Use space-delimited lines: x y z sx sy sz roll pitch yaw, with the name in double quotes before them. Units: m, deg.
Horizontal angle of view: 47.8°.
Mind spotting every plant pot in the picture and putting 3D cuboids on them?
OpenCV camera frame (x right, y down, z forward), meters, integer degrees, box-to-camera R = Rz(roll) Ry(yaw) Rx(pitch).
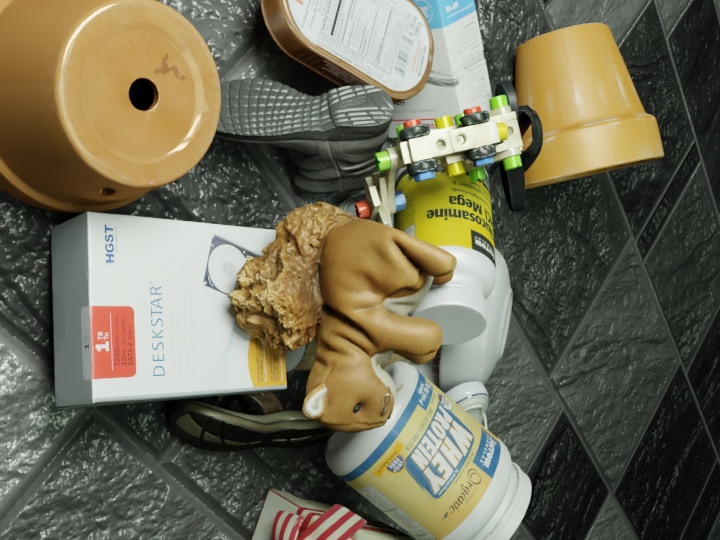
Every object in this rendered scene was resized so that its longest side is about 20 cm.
"plant pot" -0.206 -0.140 0.651 0.198 0.139 0.203 -11 106 -41
"plant pot" 0.285 -0.219 1.086 0.199 0.199 0.186 -13 92 -41

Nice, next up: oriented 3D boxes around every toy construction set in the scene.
"toy construction set" 0.080 -0.114 0.820 0.198 0.131 0.093 -29 95 -10

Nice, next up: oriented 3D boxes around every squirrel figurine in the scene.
"squirrel figurine" -0.022 0.045 0.753 0.198 0.142 0.189 23 89 -1

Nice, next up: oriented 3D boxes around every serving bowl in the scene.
"serving bowl" 0.152 0.062 1.024 0.200 0.065 0.203 9 90 -75

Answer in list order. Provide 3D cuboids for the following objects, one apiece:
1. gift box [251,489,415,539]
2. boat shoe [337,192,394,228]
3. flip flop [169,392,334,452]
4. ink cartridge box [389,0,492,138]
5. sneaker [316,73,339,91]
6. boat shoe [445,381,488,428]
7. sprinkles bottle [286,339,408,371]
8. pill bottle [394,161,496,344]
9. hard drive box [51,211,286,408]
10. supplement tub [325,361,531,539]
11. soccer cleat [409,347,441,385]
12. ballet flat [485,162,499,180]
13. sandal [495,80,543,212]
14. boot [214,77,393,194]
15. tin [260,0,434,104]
"gift box" -0.023 0.351 0.892 0.186 0.199 0.187 25 76 -42
"boat shoe" 0.001 0.000 0.879 0.070 0.071 0.203 26 56 -34
"flip flop" -0.109 0.151 0.856 0.198 0.081 0.058 8 58 -36
"ink cartridge box" 0.080 -0.218 0.922 0.067 0.115 0.202 -37 122 -40
"sneaker" -0.006 -0.268 0.859 0.106 0.074 0.201 -43 124 -25
"boat shoe" 0.123 0.223 1.015 0.074 0.087 0.203 -7 141 -21
"sprinkles bottle" -0.029 0.082 0.915 0.199 0.068 0.069 10 92 -45
"pill bottle" 0.093 -0.026 0.904 0.112 0.112 0.202 37 43 -42
"hard drive box" -0.169 0.038 0.739 0.198 0.076 0.158 2 80 -44
"supplement tub" 0.075 0.214 0.901 0.199 0.145 0.145 39 68 -7
"soccer cleat" 0.057 0.140 1.001 0.086 0.069 0.203 -1 102 -61
"ballet flat" 0.134 -0.126 1.034 0.074 0.074 0.202 31 74 -43
"sandal" 0.187 -0.150 0.955 0.201 0.047 0.076 69 8 -56
"boot" -0.065 -0.123 0.825 0.132 0.197 0.071 102 -9 -62
"tin" -0.006 -0.241 0.799 0.199 0.042 0.113 22 72 -35
